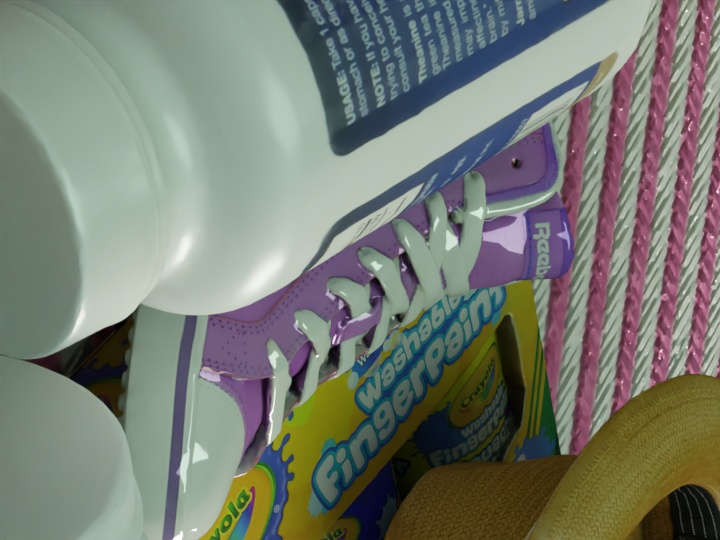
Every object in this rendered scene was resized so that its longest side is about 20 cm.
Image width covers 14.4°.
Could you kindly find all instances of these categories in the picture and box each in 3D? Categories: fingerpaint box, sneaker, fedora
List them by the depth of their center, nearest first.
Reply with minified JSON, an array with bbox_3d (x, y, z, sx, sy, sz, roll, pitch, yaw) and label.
[{"bbox_3d":[0.000,-0.001,0.796,0.073,0.114,0.201,103,4,-55],"label":"sneaker"},{"bbox_3d":[0.054,0.113,0.879,0.201,0.082,0.201,-41,142,-43],"label":"fedora"},{"bbox_3d":[-0.020,0.075,0.893,0.200,0.073,0.167,-46,139,-36],"label":"fingerpaint box"}]

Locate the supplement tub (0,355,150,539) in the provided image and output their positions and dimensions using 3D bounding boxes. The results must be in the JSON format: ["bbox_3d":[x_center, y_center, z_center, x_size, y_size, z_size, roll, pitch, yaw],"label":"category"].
[{"bbox_3d":[-0.111,0.136,0.722,0.140,0.140,0.200,-35,132,-44],"label":"supplement tub"}]

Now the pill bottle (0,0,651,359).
[{"bbox_3d":[-0.026,-0.057,0.720,0.200,0.111,0.111,-32,130,-38],"label":"pill bottle"}]
